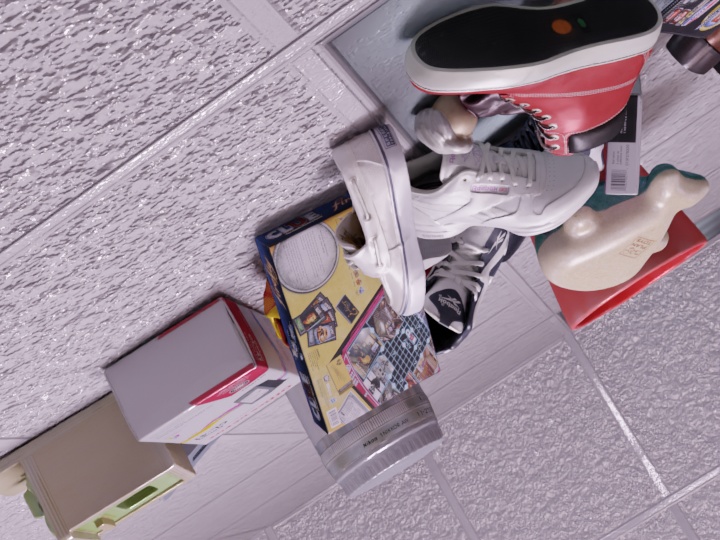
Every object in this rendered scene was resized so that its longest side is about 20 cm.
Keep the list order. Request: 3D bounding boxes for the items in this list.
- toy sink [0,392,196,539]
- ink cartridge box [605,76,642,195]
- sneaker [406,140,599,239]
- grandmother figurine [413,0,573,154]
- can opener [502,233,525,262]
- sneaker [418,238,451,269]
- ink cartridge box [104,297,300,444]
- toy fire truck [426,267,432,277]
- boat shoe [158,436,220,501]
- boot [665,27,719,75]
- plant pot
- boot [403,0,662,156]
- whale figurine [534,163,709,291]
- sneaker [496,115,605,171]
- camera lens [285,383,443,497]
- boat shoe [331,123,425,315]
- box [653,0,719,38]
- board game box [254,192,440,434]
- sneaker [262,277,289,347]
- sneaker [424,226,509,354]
[{"bbox_3d":[-0.295,0.228,1.297,0.198,0.113,0.131,-30,166,-6],"label":"toy sink"},{"bbox_3d":[0.264,-0.145,1.193,0.036,0.096,0.200,3,-163,14],"label":"ink cartridge box"},{"bbox_3d":[0.122,-0.081,1.104,0.196,0.076,0.100,-9,145,12],"label":"sneaker"},{"bbox_3d":[0.126,-0.163,0.982,0.199,0.061,0.120,-36,138,28],"label":"grandmother figurine"},{"bbox_3d":[0.188,-0.081,1.376,0.077,0.064,0.201,-1,151,-16],"label":"can opener"},{"bbox_3d":[0.000,0.000,1.232,0.115,0.075,0.198,-36,161,34],"label":"sneaker"},{"bbox_3d":[-0.157,0.110,1.247,0.146,0.086,0.200,-33,165,5],"label":"ink cartridge box"},{"bbox_3d":[0.005,0.036,1.419,0.140,0.049,0.200,-12,155,-50],"label":"toy fire truck"},{"bbox_3d":[-0.204,0.183,1.431,0.200,0.067,0.074,-52,166,-29],"label":"boat shoe"},{"bbox_3d":[0.416,-0.289,1.208,0.187,0.069,0.200,-2,141,-50],"label":"boot"},{"bbox_3d":[0.290,-0.054,1.446,0.199,0.179,0.201,-31,168,-7],"label":"plant pot"},{"bbox_3d":[0.124,-0.133,0.916,0.196,0.073,0.145,-10,145,-13],"label":"boot"},{"bbox_3d":[0.272,-0.062,1.273,0.157,0.105,0.200,11,142,-36],"label":"whale figurine"},{"bbox_3d":[0.165,-0.117,1.177,0.144,0.078,0.203,-25,157,4],"label":"sneaker"},{"bbox_3d":[-0.003,0.167,1.532,0.158,0.202,0.160,-29,167,-8],"label":"camera lens"},{"bbox_3d":[0.011,-0.033,1.037,0.069,0.071,0.202,-18,136,-7],"label":"boat shoe"},{"bbox_3d":[0.341,-0.286,1.038,0.199,0.045,0.159,-40,164,31],"label":"box"},{"bbox_3d":[-0.008,0.035,1.122,0.134,0.203,0.034,-26,-154,-21],"label":"board game box"},{"bbox_3d":[-0.062,0.044,1.212,0.072,0.078,0.200,12,168,17],"label":"sneaker"},{"bbox_3d":[0.108,0.010,1.305,0.201,0.079,0.130,-61,-177,20],"label":"sneaker"}]
